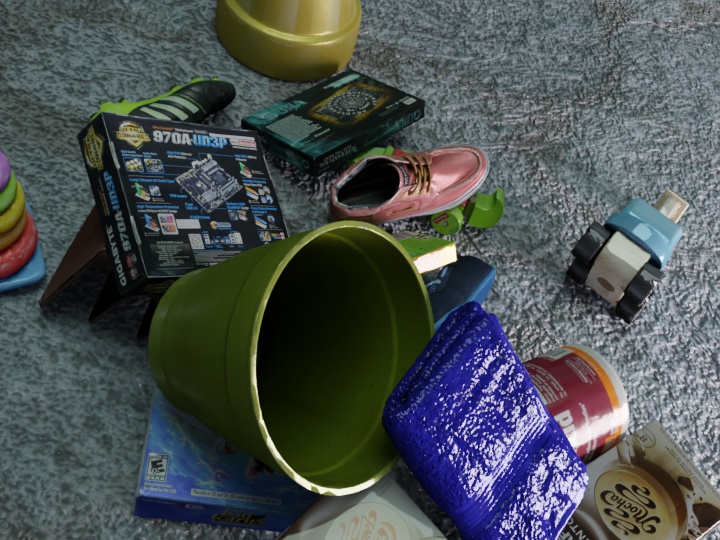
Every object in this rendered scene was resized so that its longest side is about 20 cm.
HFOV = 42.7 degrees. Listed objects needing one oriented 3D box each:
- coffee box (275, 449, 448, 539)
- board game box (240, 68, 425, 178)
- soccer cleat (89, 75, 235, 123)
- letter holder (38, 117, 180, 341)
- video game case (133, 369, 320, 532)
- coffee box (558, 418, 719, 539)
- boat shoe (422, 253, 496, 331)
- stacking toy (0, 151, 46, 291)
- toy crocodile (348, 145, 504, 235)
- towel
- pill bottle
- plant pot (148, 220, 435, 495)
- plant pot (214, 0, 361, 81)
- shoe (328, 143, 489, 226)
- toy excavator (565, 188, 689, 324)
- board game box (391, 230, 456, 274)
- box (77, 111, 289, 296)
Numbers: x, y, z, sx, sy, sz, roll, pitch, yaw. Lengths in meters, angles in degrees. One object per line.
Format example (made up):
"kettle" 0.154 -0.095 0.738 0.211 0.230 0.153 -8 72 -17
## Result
"coffee box" -0.032 0.260 0.734 0.199 0.080 0.114 -39 78 -26
"board game box" -0.032 -0.188 1.142 0.134 0.029 0.198 30 46 33
"soccer cleat" -0.221 -0.170 1.073 0.198 0.067 0.082 -25 83 -38
"letter holder" -0.224 -0.030 0.941 0.100 0.141 0.202 41 41 -25
"video game case" -0.099 0.146 0.861 0.195 0.046 0.184 9 49 -11
"coffee box" 0.238 0.243 0.866 0.197 0.081 0.114 -23 62 -32
"boat shoe" 0.078 0.044 0.993 0.068 0.085 0.199 29 32 17
"stacking toy" -0.358 -0.077 0.856 0.108 0.202 0.117 -11 56 -25
"toy crocodile" 0.079 -0.104 1.111 0.197 0.062 0.068 26 48 5
"towel" 0.111 0.144 0.755 0.201 0.049 0.148 54 53 -19
"pill bottle" 0.153 0.154 0.890 0.197 0.115 0.115 -17 58 -29
"plant pot" -0.072 0.064 0.759 0.190 0.204 0.200 1 30 45
"plant pot" -0.084 -0.387 1.206 0.196 0.191 0.204 8 50 -10
"shoe" 0.057 -0.099 1.036 0.196 0.091 0.073 -19 83 -3
"toy excavator" 0.345 -0.040 1.109 0.099 0.195 0.200 39 79 17
"board game box" 0.000 0.000 0.991 0.197 0.031 0.095 -17 19 -31
"box" -0.158 -0.062 0.882 0.198 0.046 0.162 -3 70 -51
